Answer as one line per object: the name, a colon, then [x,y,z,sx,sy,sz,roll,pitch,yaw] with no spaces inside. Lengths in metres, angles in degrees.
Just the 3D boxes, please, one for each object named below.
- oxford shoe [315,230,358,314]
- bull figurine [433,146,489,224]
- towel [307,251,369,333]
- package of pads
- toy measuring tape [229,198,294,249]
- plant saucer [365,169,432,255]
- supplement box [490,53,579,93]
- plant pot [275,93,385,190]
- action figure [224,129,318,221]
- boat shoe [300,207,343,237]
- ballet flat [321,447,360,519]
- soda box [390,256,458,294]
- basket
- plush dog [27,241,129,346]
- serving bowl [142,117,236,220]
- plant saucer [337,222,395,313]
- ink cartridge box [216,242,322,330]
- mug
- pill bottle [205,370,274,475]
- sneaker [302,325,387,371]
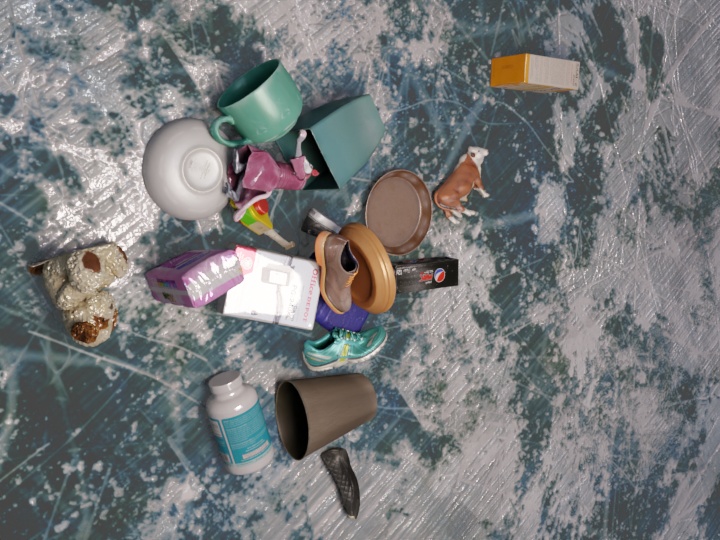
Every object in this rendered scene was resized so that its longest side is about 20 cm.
oxford shoe: [-0.040,0.014,1.578,0.071,0.072,0.202,-52,142,-39]
bull figurine: [0.260,-0.213,1.890,0.200,0.065,0.122,-47,108,-17]
towel: [-0.061,0.057,1.728,0.199,0.049,0.149,35,82,-32]
package of pads: [-0.315,0.012,1.451,0.120,0.199,0.077,-29,108,-31]
toy measuring tape: [-0.205,-0.112,1.598,0.200,0.073,0.074,35,77,-50]
plant saucer: [0.085,-0.137,1.804,0.198,0.034,0.203,-6,100,-35]
supplement box: [0.445,-0.499,1.941,0.198,0.125,0.075,-3,98,-33]
plant pot: [-0.052,-0.285,1.630,0.200,0.140,0.142,-43,119,-30]
action figure: [-0.162,-0.187,1.509,0.198,0.134,0.151,-2,70,-36]
boat shoe: [-0.050,-0.069,1.708,0.199,0.069,0.057,34,94,-31]
ballet flat: [-0.041,0.505,1.815,0.067,0.056,0.202,-63,141,-64]
soda box: [0.146,0.010,1.850,0.198,0.063,0.072,-6,101,-33]
basket: [-0.072,0.307,1.709,0.198,0.135,0.183,-13,108,-36]
plush dog: [-0.499,0.053,1.368,0.158,0.200,0.174,-14,97,2]
serving bowl: [-0.321,-0.198,1.495,0.198,0.066,0.203,-5,100,-33]
plant saucer: [0.000,0.000,1.606,0.037,0.199,0.203,-23,110,-29]
ink cartridge box: [-0.185,0.034,1.588,0.197,0.083,0.147,11,90,-21]
mug: [-0.203,-0.318,1.516,0.184,0.153,0.115,-31,121,11]
pill bottle: [-0.256,0.314,1.591,0.110,0.110,0.203,-24,111,-29]
sneaker: [-0.034,0.165,1.705,0.197,0.078,0.081,-18,120,-8]
